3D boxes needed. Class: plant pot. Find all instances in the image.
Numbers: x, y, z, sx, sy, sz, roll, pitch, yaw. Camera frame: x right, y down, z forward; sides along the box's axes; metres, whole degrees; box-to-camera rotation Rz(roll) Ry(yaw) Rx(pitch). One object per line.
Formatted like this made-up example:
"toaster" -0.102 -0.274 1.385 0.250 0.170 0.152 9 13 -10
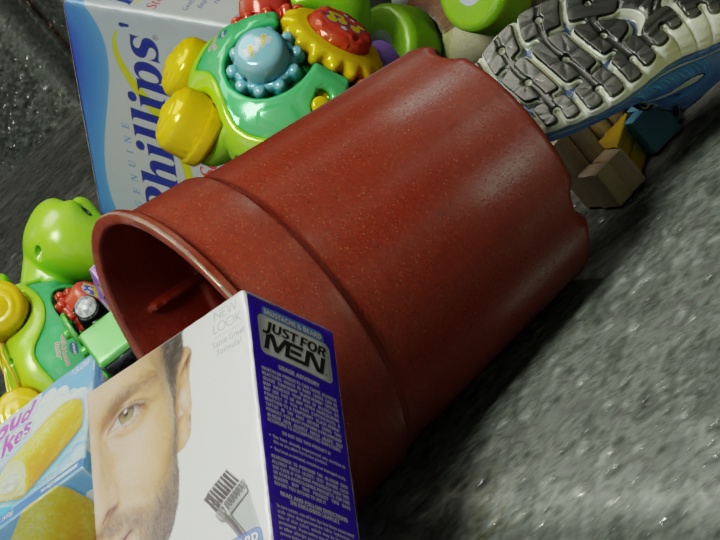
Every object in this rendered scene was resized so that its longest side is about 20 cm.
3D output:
"plant pot" 0.000 0.000 1.232 0.195 0.202 0.200 -37 11 -21

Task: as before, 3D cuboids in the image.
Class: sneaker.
"sneaker" 0.148 -0.108 1.297 0.199 0.079 0.089 -26 -33 -9

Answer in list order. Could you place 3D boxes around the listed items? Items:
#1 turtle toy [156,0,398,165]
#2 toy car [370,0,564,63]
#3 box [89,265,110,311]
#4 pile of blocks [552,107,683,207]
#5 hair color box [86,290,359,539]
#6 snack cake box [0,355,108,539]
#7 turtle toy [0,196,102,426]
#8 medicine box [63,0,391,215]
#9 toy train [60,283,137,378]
"turtle toy" -0.034 -0.110 1.389 0.101 0.145 0.200 -58 16 24
"toy car" 0.075 -0.217 1.518 0.164 0.202 0.157 2 -24 -47
"box" -0.094 0.009 1.515 0.136 0.039 0.200 -37 -18 -12
"pile of blocks" 0.146 -0.107 1.387 0.082 0.062 0.200 -36 15 22
"hair color box" -0.058 0.124 1.041 0.109 0.065 0.201 -33 48 31
"snack cake box" -0.218 0.156 1.523 0.199 0.067 0.115 -37 30 22
"turtle toy" -0.201 0.048 1.645 0.100 0.202 0.146 -13 -16 -1
"medicine box" -0.080 -0.117 1.623 0.198 0.183 0.103 10 40 21
"toy train" -0.123 0.065 1.422 0.042 0.056 0.200 -38 -25 -3
